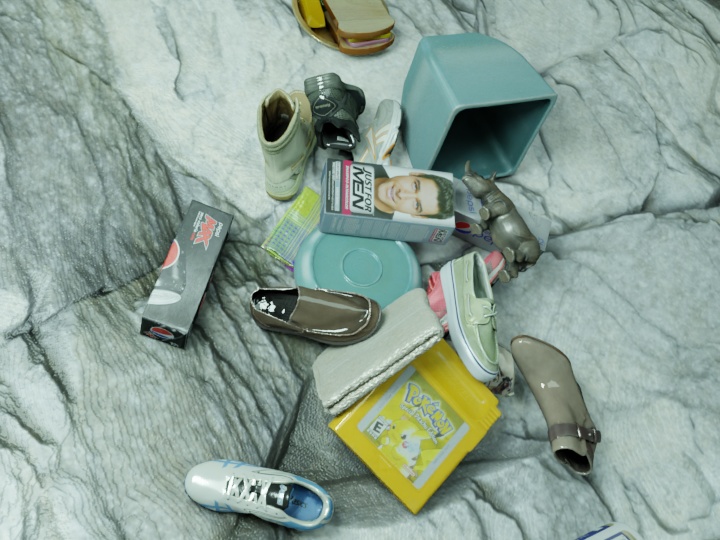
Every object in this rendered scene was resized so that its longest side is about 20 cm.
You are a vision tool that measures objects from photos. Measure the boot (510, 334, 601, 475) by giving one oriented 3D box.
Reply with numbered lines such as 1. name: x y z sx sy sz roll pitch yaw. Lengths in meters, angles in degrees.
1. boot: 0.288 0.203 1.262 0.200 0.070 0.147 39 38 -29

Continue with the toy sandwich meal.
1. toy sandwich meal: -0.027 -0.470 1.521 0.203 0.070 0.207 8 63 -15

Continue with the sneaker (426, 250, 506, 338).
1. sneaker: 0.153 0.020 1.339 0.087 0.074 0.200 43 60 7

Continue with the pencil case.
1. pencil case: 0.134 0.148 1.267 0.198 0.078 0.090 3 83 -17

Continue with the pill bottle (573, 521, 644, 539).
1. pill bottle: 0.295 0.429 1.163 0.199 0.111 0.112 -16 70 -24

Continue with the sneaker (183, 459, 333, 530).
1. sneaker: -0.129 0.287 1.114 0.198 0.073 0.072 15 62 -9

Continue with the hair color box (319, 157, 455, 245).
1. hair color box: 0.040 -0.104 1.302 0.198 0.061 0.100 6 62 -10

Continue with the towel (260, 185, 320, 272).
1. towel: -0.037 -0.031 1.329 0.199 0.023 0.144 34 60 0

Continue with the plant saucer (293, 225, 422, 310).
1. plant saucer: 0.000 0.000 1.287 0.198 0.027 0.202 5 62 -10

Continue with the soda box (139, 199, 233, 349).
1. soda box: -0.246 0.003 1.219 0.070 0.063 0.201 20 60 -8

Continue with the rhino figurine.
1. rhino figurine: 0.213 -0.084 1.339 0.087 0.060 0.201 -18 75 -40

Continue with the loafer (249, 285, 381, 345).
1. loafer: -0.070 0.059 1.198 0.198 0.071 0.074 1 71 17

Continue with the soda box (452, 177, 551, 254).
1. soda box: 0.208 -0.080 1.410 0.199 0.068 0.064 23 59 -6

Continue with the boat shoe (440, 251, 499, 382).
1. boat shoe: 0.164 0.061 1.234 0.072 0.062 0.201 18 47 -40

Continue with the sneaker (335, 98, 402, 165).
1. sneaker: 0.011 -0.208 1.406 0.091 0.076 0.201 16 60 -5

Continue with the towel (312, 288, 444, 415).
1. towel: 0.022 0.111 1.185 0.199 0.133 0.035 -35 115 7

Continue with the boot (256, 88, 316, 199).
1. boot: -0.112 -0.231 1.322 0.071 0.155 0.202 8 62 6

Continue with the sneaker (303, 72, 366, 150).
1. sneaker: -0.034 -0.242 1.371 0.076 0.199 0.115 -9 92 12

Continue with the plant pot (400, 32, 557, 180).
1. plant pot: 0.170 -0.286 1.434 0.195 0.196 0.201 -11 60 -23

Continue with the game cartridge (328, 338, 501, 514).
1. game cartridge: 0.082 0.204 1.192 0.200 0.032 0.176 -46 101 -13
